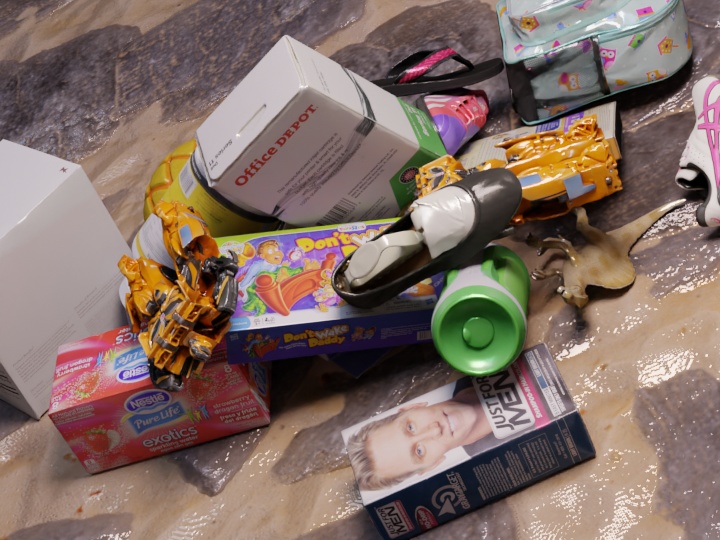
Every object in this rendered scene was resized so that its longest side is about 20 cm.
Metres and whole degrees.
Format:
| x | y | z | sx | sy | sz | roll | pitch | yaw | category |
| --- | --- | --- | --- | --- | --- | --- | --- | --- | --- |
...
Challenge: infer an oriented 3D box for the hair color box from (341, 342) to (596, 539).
| x | y | z | sx | sy | sz | roll | pitch | yaw | category |
| --- | --- | --- | --- | --- | --- | --- | --- | --- | --- |
| 0.092 | 0.150 | 1.448 | 0.200 | 0.061 | 0.100 | -25 | 37 | 3 | hair color box |

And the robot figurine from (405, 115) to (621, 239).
| x | y | z | sx | sy | sz | roll | pitch | yaw | category |
| --- | --- | --- | --- | --- | --- | --- | --- | --- | --- |
| 0.137 | -0.083 | 1.557 | 0.200 | 0.058 | 0.145 | -15 | 24 | 5 | robot figurine |

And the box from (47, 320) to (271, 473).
| x | y | z | sx | sy | sz | roll | pitch | yaw | category |
| --- | --- | --- | --- | --- | --- | --- | --- | --- | --- |
| -0.193 | 0.111 | 1.626 | 0.200 | 0.096 | 0.100 | -16 | 40 | 12 | box |

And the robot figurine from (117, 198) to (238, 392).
| x | y | z | sx | sy | sz | roll | pitch | yaw | category |
| --- | --- | --- | --- | --- | --- | --- | --- | --- | --- |
| -0.173 | 0.023 | 1.556 | 0.145 | 0.058 | 0.200 | -55 | 29 | 18 | robot figurine |

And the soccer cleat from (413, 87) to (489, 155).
| x | y | z | sx | sy | sz | roll | pitch | yaw | category |
| --- | --- | --- | --- | --- | --- | --- | --- | --- | --- |
| 0.100 | -0.162 | 1.756 | 0.073 | 0.068 | 0.200 | -17 | 11 | 8 | soccer cleat |

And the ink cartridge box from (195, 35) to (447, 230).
| x | y | z | sx | sy | sz | roll | pitch | yaw | category |
| --- | --- | --- | --- | --- | --- | --- | --- | --- | --- |
| -0.038 | -0.119 | 1.610 | 0.147 | 0.200 | 0.083 | -43 | 45 | 23 | ink cartridge box |

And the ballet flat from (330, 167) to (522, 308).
| x | y | z | sx | sy | sz | roll | pitch | yaw | category |
| --- | --- | --- | --- | --- | --- | --- | --- | --- | --- |
| 0.054 | -0.025 | 1.472 | 0.200 | 0.068 | 0.068 | -37 | 67 | 24 | ballet flat |

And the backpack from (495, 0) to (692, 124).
| x | y | z | sx | sy | sz | roll | pitch | yaw | category |
| --- | --- | --- | --- | --- | --- | --- | --- | --- | --- |
| 0.247 | -0.262 | 1.765 | 0.200 | 0.154 | 0.176 | -9 | 31 | 7 | backpack |

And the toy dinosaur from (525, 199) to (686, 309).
| x | y | z | sx | sy | sz | roll | pitch | yaw | category |
| --- | --- | --- | --- | --- | --- | --- | --- | --- | --- |
| 0.222 | -0.019 | 1.584 | 0.101 | 0.058 | 0.200 | 31 | 47 | 23 | toy dinosaur |

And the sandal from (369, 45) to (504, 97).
| x | y | z | sx | sy | sz | roll | pitch | yaw | category |
| --- | --- | --- | --- | --- | --- | --- | --- | --- | --- |
| 0.059 | -0.210 | 1.763 | 0.200 | 0.045 | 0.075 | -11 | 9 | -13 | sandal |

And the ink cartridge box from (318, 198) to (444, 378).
| x | y | z | sx | sy | sz | roll | pitch | yaw | category |
| --- | --- | --- | --- | --- | --- | --- | --- | --- | --- |
| 0.000 | 0.000 | 1.688 | 0.198 | 0.047 | 0.200 | -40 | 37 | -20 | ink cartridge box |

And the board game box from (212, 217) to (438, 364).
| x | y | z | sx | sy | sz | roll | pitch | yaw | category |
| --- | --- | --- | --- | --- | --- | --- | --- | --- | --- |
| -0.035 | 0.017 | 1.583 | 0.200 | 0.045 | 0.135 | -7 | 42 | -7 | board game box |

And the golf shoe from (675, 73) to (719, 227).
| x | y | z | sx | sy | sz | roll | pitch | yaw | category |
| --- | --- | --- | --- | --- | --- | --- | --- | --- | --- |
| 0.342 | -0.120 | 1.608 | 0.092 | 0.073 | 0.200 | -19 | 38 | 11 | golf shoe |

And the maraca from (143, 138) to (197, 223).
| x | y | z | sx | sy | sz | roll | pitch | yaw | category |
| --- | --- | --- | --- | --- | --- | --- | --- | --- | --- |
| -0.161 | -0.102 | 1.834 | 0.200 | 0.107 | 0.137 | -48 | 27 | -7 | maraca |

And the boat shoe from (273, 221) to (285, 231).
| x | y | z | sx | sy | sz | roll | pitch | yaw | category |
| --- | --- | --- | --- | --- | --- | --- | --- | --- | --- |
| -0.083 | -0.108 | 1.758 | 0.068 | 0.074 | 0.200 | 32 | 109 | 51 | boat shoe |

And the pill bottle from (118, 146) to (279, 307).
| x | y | z | sx | sy | sz | roll | pitch | yaw | category |
| --- | --- | --- | --- | --- | --- | --- | --- | --- | --- |
| -0.165 | -0.033 | 1.707 | 0.200 | 0.112 | 0.112 | -52 | 28 | 28 | pill bottle |

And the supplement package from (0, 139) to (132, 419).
| x | y | z | sx | sy | sz | roll | pitch | yaw | category |
| --- | --- | --- | --- | --- | --- | --- | --- | --- | --- |
| -0.358 | 0.007 | 1.756 | 0.147 | 0.200 | 0.191 | 19 | 56 | 42 | supplement package |

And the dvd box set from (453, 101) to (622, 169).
| x | y | z | sx | sy | sz | roll | pitch | yaw | category |
| --- | --- | --- | --- | --- | --- | --- | --- | --- | --- |
| 0.168 | -0.117 | 1.697 | 0.200 | 0.029 | 0.146 | -15 | 16 | 13 | dvd box set |

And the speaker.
| x | y | z | sx | sy | sz | roll | pitch | yaw | category |
| --- | --- | --- | --- | --- | --- | --- | --- | --- | --- |
| 0.110 | 0.032 | 1.495 | 0.088 | 0.089 | 0.200 | -18 | 11 | 11 | speaker |
